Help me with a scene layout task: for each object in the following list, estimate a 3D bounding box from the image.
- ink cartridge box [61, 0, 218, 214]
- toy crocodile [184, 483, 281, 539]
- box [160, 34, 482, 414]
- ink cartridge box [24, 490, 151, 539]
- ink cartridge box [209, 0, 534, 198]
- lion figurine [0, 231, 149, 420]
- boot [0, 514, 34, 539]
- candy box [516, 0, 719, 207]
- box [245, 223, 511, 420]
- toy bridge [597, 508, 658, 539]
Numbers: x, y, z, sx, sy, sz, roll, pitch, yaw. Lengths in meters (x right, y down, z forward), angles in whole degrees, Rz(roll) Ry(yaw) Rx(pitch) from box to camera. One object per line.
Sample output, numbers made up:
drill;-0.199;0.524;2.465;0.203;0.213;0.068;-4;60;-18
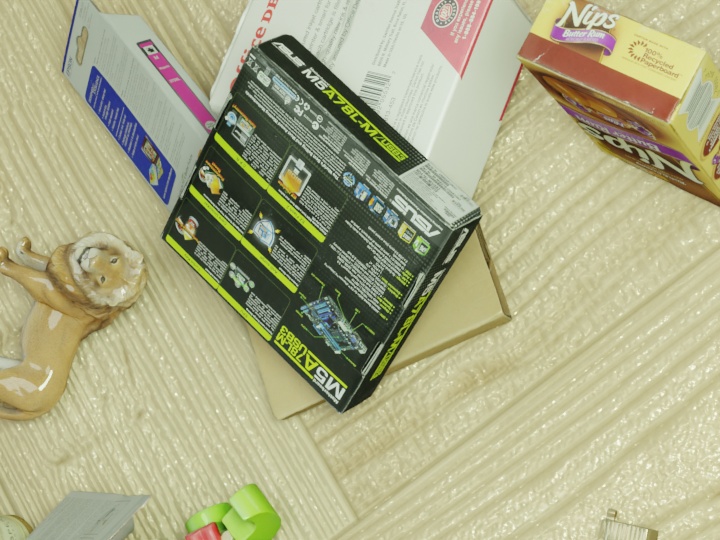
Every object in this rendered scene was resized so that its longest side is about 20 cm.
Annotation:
ink cartridge box;-0.165;-0.126;1.542;0.200;0.037;0.095;49;141;23
toy crocodile;-0.140;0.228;1.474;0.199;0.062;0.068;-33;68;17
box;-0.033;-0.032;1.401;0.200;0.047;0.194;42;131;16
ink cartridge box;-0.223;0.232;1.423;0.163;0.057;0.199;-46;18;-22
ink cartridge box;0.008;-0.150;1.448;0.199;0.084;0.146;16;79;32
lion figurine;-0.248;0.051;1.565;0.122;0.072;0.202;28;107;14
boot;-0.346;0.274;1.511;0.073;0.155;0.201;35;96;26
candy box;0.191;-0.109;1.303;0.116;0.200;0.057;28;89;28
box;0.000;0.000;1.473;0.199;0.021;0.165;-24;71;19
toy bridge;0.153;0.263;1.347;0.067;0.027;0.202;9;84;28
